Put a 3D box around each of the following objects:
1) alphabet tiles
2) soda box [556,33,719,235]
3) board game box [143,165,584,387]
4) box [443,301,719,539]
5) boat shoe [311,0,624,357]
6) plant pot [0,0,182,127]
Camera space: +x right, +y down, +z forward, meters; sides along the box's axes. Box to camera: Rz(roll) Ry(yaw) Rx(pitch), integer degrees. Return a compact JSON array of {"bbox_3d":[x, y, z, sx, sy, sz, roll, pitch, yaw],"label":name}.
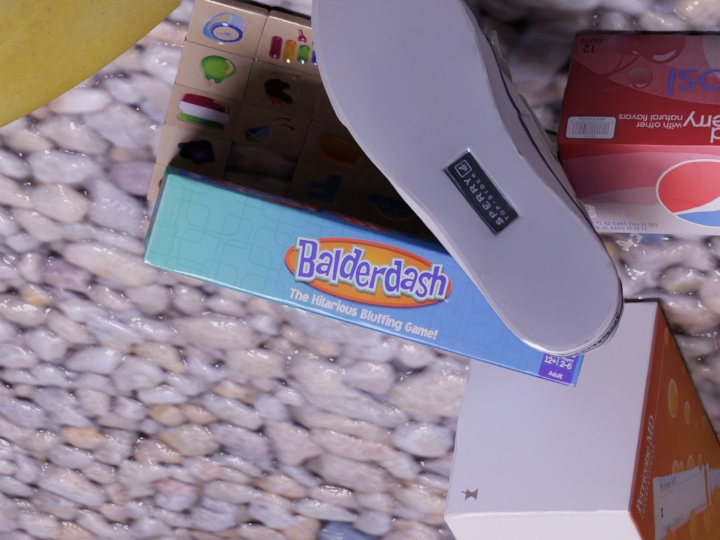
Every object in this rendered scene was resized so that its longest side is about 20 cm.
[{"bbox_3d":[0.006,-0.055,1.351,0.199,0.008,0.167,15,146,-4],"label":"alphabet tiles"},{"bbox_3d":[0.189,-0.057,1.237,0.199,0.064,0.070,2,145,16],"label":"soda box"},{"bbox_3d":[0.000,0.000,1.319,0.199,0.045,0.152,16,-178,-6],"label":"board game box"},{"bbox_3d":[0.125,0.123,1.469,0.097,0.125,0.200,-3,144,22],"label":"box"},{"bbox_3d":[0.052,-0.050,1.234,0.074,0.202,0.086,-37,168,6],"label":"boat shoe"},{"bbox_3d":[-0.146,-0.144,1.130,0.141,0.201,0.200,-8,150,-16],"label":"plant pot"}]
